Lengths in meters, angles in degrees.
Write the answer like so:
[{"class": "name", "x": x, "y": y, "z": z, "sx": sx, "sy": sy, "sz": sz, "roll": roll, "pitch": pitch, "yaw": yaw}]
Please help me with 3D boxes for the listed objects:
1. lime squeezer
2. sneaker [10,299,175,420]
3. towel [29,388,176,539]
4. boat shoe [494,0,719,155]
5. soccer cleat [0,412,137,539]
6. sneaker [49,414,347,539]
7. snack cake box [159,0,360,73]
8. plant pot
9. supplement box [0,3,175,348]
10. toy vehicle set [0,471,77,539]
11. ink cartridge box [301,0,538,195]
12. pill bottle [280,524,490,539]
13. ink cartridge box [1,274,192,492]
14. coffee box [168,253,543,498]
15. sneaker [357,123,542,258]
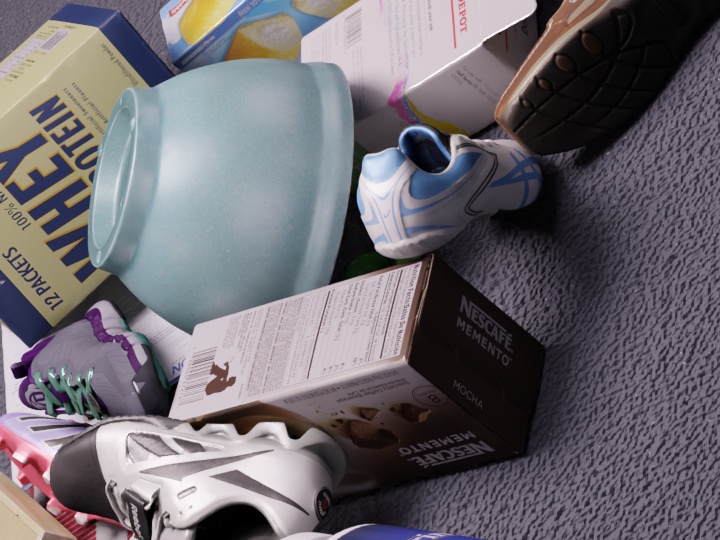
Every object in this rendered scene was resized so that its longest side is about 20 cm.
[{"class": "lime squeezer", "x": 0.000, "y": 0.000, "z": 1.747, "sx": 0.038, "sy": 0.071, "sz": 0.200, "roll": 60, "pitch": 148, "yaw": 16}, {"class": "sneaker", "x": -0.173, "y": 0.080, "z": 1.747, "sx": 0.087, "sy": 0.075, "sz": 0.200, "roll": -26, "pitch": 16, "yaw": -9}, {"class": "towel", "x": -0.151, "y": 0.161, "z": 1.812, "sx": 0.200, "sy": 0.023, "sz": 0.144, "roll": -31, "pitch": 43, "yaw": 30}, {"class": "boat shoe", "x": 0.162, "y": -0.157, "z": 1.693, "sx": 0.200, "sy": 0.076, "sz": 0.074, "roll": -44, "pitch": 31, "yaw": -1}, {"class": "soccer cleat", "x": -0.164, "y": 0.129, "z": 1.775, "sx": 0.200, "sy": 0.067, "sz": 0.076, "roll": 21, "pitch": 58, "yaw": 44}, {"class": "sneaker", "x": -0.112, "y": 0.140, "z": 1.631, "sx": 0.199, "sy": 0.074, "sz": 0.089, "roll": -5, "pitch": 44, "yaw": 29}, {"class": "snack cake box", "x": -0.029, "y": -0.195, "z": 1.893, "sx": 0.200, "sy": 0.115, "sz": 0.067, "roll": -39, "pitch": 38, "yaw": 19}, {"class": "plant pot", "x": -0.099, "y": -0.048, "z": 1.741, "sx": 0.200, "sy": 0.134, "sz": 0.201, "roll": -170, "pitch": 90, "yaw": -73}, {"class": "supplement box", "x": -0.221, "y": -0.072, "z": 1.910, "sx": 0.200, "sy": 0.134, "sz": 0.200, "roll": -43, "pitch": 16, "yaw": -8}, {"class": "toy vehicle set", "x": -0.265, "y": 0.245, "z": 1.819, "sx": 0.124, "sy": 0.026, "sz": 0.200, "roll": 32, "pitch": 101, "yaw": 54}, {"class": "ink cartridge box", "x": 0.055, "y": -0.147, "z": 1.799, "sx": 0.200, "sy": 0.067, "sz": 0.117, "roll": -30, "pitch": 42, "yaw": 30}, {"class": "pill bottle", "x": 0.029, "y": 0.202, "z": 1.496, "sx": 0.200, "sy": 0.116, "sz": 0.116, "roll": 2, "pitch": 62, "yaw": 49}, {"class": "ink cartridge box", "x": -0.168, "y": 0.049, "z": 1.901, "sx": 0.196, "sy": 0.043, "sz": 0.200, "roll": -35, "pitch": 39, "yaw": 19}, {"class": "coffee box", "x": -0.003, "y": 0.071, "z": 1.643, "sx": 0.200, "sy": 0.113, "sz": 0.080, "roll": -16, "pitch": 47, "yaw": 38}, {"class": "sneaker", "x": 0.058, "y": -0.060, "z": 1.647, "sx": 0.072, "sy": 0.073, "sz": 0.200, "roll": -6, "pitch": 10, "yaw": 25}]
